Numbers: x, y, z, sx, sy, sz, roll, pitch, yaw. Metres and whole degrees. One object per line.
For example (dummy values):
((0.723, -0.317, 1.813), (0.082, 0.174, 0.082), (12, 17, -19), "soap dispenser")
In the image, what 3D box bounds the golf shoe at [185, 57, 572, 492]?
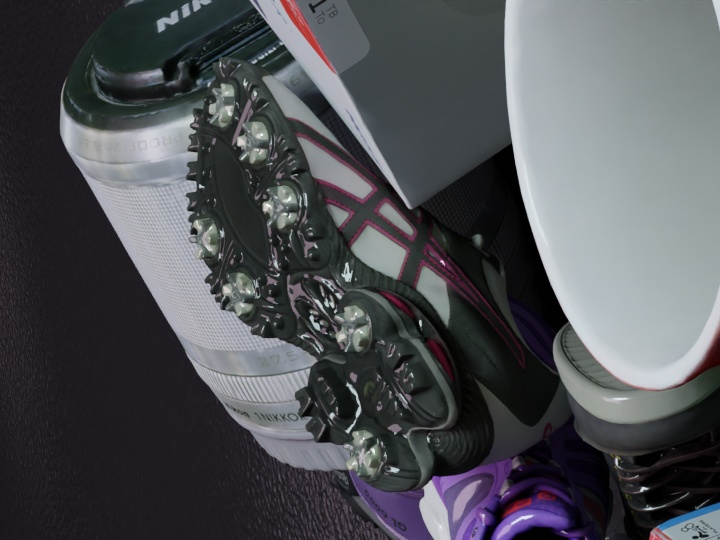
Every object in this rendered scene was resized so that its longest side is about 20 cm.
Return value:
((0.000, 0.000, 1.034), (0.200, 0.088, 0.077), (58, 136, 31), "golf shoe")

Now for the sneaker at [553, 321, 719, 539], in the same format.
((0.118, 0.060, 0.991), (0.200, 0.074, 0.107), (-52, -50, -77), "sneaker")

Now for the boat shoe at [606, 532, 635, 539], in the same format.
((0.126, 0.144, 1.058), (0.200, 0.062, 0.073), (-161, 67, -68), "boat shoe")

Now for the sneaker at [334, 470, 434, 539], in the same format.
((-0.001, 0.084, 1.399), (0.200, 0.075, 0.088), (-132, 32, -59), "sneaker")

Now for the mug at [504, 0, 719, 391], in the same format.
((0.154, -0.030, 0.689), (0.133, 0.199, 0.178), (-159, 62, -68), "mug")

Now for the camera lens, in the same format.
((-0.024, -0.035, 1.188), (0.200, 0.160, 0.160), (62, 172, -29), "camera lens")

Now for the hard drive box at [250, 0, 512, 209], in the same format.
((-0.019, -0.145, 1.020), (0.200, 0.077, 0.156), (53, 176, 45), "hard drive box")

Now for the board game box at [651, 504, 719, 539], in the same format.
((0.168, 0.205, 0.897), (0.196, 0.056, 0.201), (35, 131, 52), "board game box")

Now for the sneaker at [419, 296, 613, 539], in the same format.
((0.066, 0.089, 1.030), (0.084, 0.080, 0.201), (95, 168, -56), "sneaker")
